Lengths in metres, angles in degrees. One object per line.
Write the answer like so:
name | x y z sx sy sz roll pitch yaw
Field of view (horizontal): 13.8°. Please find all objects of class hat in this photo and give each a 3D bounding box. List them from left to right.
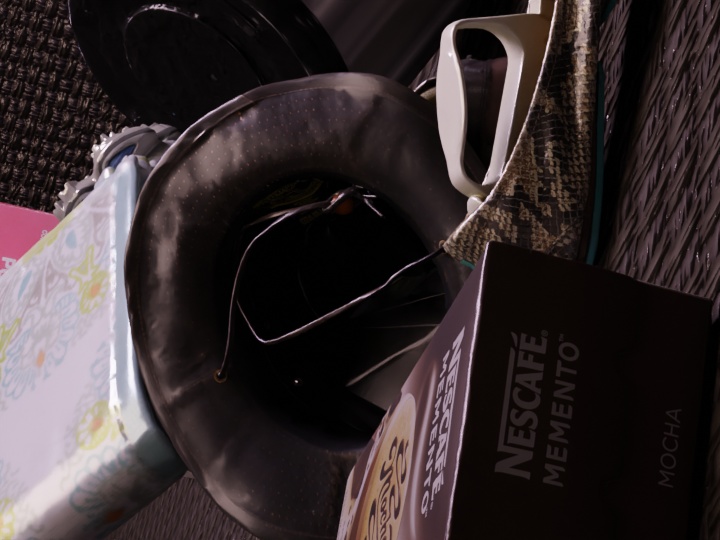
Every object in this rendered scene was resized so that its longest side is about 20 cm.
hat | -0.001 0.019 1.250 0.081 0.200 0.202 5 -80 -67

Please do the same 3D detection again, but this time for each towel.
towel | -0.139 0.059 1.361 0.171 0.048 0.201 -41 32 28

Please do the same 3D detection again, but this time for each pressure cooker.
pressure cooker | -0.032 -0.160 1.511 0.200 0.175 0.179 -51 -13 -30

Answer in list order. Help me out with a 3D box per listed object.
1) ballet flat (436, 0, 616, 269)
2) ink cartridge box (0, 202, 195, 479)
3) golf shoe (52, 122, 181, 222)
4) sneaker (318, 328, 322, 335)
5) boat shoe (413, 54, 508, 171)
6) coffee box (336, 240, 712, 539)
ballet flat | 0.070 -0.093 1.161 0.068 0.075 0.201 138 145 -76
ink cartridge box | -0.120 0.046 1.673 0.147 0.199 0.083 95 -172 -62
golf shoe | -0.126 0.026 1.500 0.078 0.097 0.200 -24 -31 -58
sneaker | -0.009 -0.008 1.349 0.200 0.075 0.092 41 112 40
boat shoe | 0.045 -0.057 1.299 0.200 0.064 0.074 127 155 -70
coffee box | 0.046 0.089 1.009 0.200 0.079 0.114 118 164 -60
